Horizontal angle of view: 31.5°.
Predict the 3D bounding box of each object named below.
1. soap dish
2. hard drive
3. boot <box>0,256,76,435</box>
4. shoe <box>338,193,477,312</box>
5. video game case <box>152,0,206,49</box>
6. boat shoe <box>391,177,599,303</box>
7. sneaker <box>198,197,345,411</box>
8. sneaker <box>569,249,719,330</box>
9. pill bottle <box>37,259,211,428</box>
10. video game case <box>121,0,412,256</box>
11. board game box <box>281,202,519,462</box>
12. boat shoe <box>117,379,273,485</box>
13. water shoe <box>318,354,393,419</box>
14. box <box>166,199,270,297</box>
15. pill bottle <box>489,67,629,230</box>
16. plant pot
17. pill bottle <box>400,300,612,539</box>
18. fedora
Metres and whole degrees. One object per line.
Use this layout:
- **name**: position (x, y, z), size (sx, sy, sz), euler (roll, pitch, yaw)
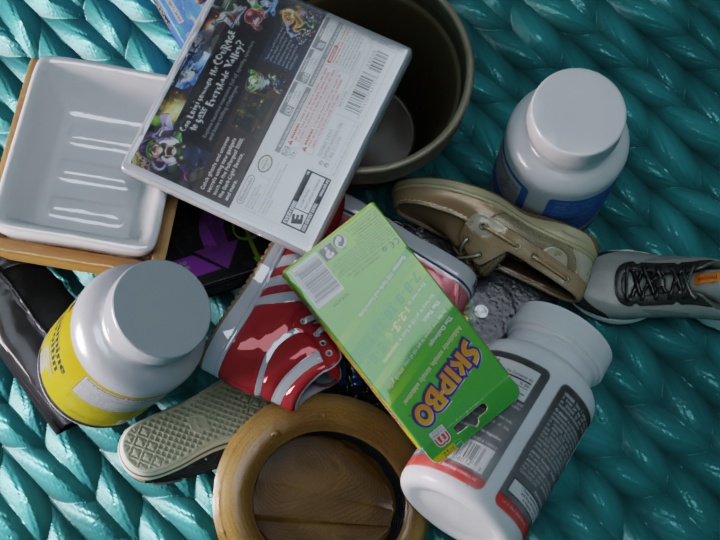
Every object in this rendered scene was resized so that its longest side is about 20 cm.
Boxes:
- **soap dish**: position (-0.236, -0.087, 1.137), size (0.157, 0.081, 0.200), euler (9, 62, -4)
- **hard drive**: position (0.083, 0.036, 1.211), size (0.200, 0.038, 0.140), euler (13, 73, 2)
- **boot**: position (-0.270, 0.029, 1.190), size (0.165, 0.066, 0.200), euler (-37, 79, -17)
- **shoe**: position (0.000, 0.000, 1.158), size (0.200, 0.071, 0.091), euler (29, 65, 7)
- **video game case**: position (-0.120, -0.300, 1.303), size (0.181, 0.045, 0.200), euler (-28, 76, -10)
- **boat shoe**: position (0.118, -0.029, 1.174), size (0.200, 0.071, 0.065), euler (19, 72, 3)
- **sneaker**: position (-0.040, 0.026, 1.096), size (0.112, 0.071, 0.200), euler (29, 76, 10)
- **sneaker**: position (0.292, 0.012, 1.201), size (0.200, 0.079, 0.074), euler (4, 75, 1)
- **pill bottle**: position (-0.195, 0.059, 1.068), size (0.112, 0.200, 0.112), euler (10, 67, -24)
- **video game case**: position (-0.079, -0.136, 1.088), size (0.182, 0.023, 0.200), euler (25, 82, 7)
- **board game box**: position (0.034, 0.052, 1.043), size (0.096, 0.030, 0.200), euler (-38, 87, -9)
- **boat shoe**: position (-0.126, 0.142, 1.164), size (0.200, 0.062, 0.075), euler (-20, 69, -23)
- **water shoe**: position (-0.024, 0.103, 1.153), size (0.200, 0.072, 0.079), euler (30, 43, 2)
- **box**: position (-0.173, -0.066, 1.207), size (0.143, 0.036, 0.200), euler (-19, 66, -24)
- **pill bottle**: position (0.183, -0.105, 1.170), size (0.112, 0.200, 0.112), euler (0, 74, -2)
- **plant pot**: position (0.002, -0.156, 1.193), size (0.200, 0.174, 0.200), euler (0, 74, 1)
- **pill bottle**: position (0.131, 0.132, 1.099), size (0.116, 0.116, 0.200), euler (32, 66, 8)
- **fedora**: position (-0.039, 0.202, 1.122), size (0.200, 0.082, 0.201), euler (3, 82, -20)
